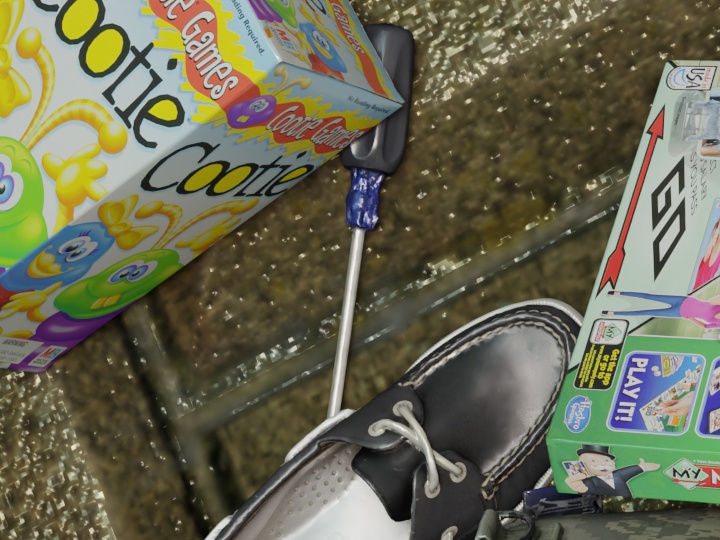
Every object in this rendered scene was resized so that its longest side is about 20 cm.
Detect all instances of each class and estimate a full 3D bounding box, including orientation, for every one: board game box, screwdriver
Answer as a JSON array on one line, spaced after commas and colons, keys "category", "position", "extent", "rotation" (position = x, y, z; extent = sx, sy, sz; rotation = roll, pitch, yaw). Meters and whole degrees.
[{"category": "board game box", "position": [-0.103, -0.059, 1.079], "extent": [0.199, 0.103, 0.105], "rotation": [-36, 69, 20]}, {"category": "screwdriver", "position": [0.000, 0.000, 1.088], "extent": [0.029, 0.028, 0.202], "rotation": [-3, 79, 49]}, {"category": "board game box", "position": [0.154, 0.001, 0.969], "extent": [0.134, 0.029, 0.201], "rotation": [2, 45, 21]}]

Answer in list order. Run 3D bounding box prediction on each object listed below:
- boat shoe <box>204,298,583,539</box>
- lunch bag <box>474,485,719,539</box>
[{"category": "boat shoe", "position": [0.008, 0.083, 1.046], "extent": [0.199, 0.060, 0.074], "rotation": [-37, 76, 8]}, {"category": "lunch bag", "position": [0.123, 0.177, 0.925], "extent": [0.166, 0.139, 0.202], "rotation": [-4, 101, 14]}]
